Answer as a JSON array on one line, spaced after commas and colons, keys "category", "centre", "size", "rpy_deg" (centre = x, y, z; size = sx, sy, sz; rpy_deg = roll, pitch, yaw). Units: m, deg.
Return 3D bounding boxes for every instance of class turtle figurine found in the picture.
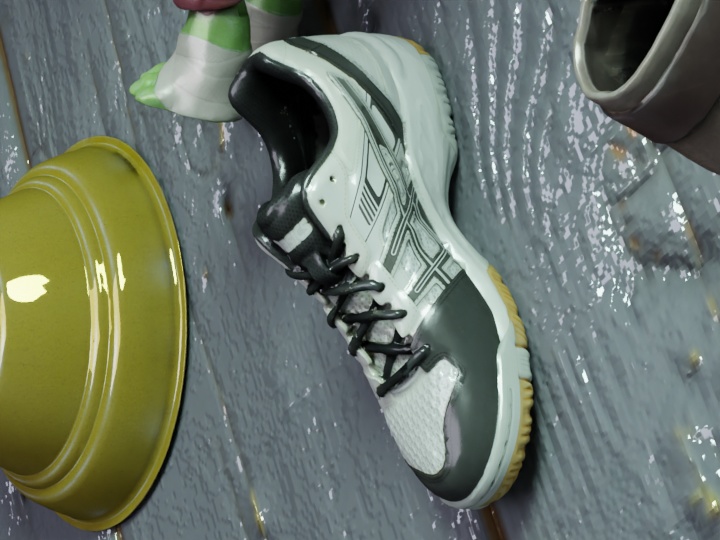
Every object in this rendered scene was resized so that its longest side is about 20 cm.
[{"category": "turtle figurine", "centre": [-0.072, -0.174, 0.864], "size": [0.144, 0.198, 0.196], "rpy_deg": [-118, 34, -58]}]

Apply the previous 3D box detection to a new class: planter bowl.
[{"category": "planter bowl", "centre": [-0.170, 0.031, 1.062], "size": [0.200, 0.083, 0.203], "rpy_deg": [-3, 86, 55]}]

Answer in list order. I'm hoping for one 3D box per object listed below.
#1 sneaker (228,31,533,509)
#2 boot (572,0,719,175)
[{"category": "sneaker", "centre": [0.000, 0.000, 0.811], "size": [0.076, 0.087, 0.202], "rpy_deg": [-44, 55, 43]}, {"category": "boot", "centre": [0.128, -0.124, 0.576], "size": [0.070, 0.145, 0.202], "rpy_deg": [12, 97, 57]}]
